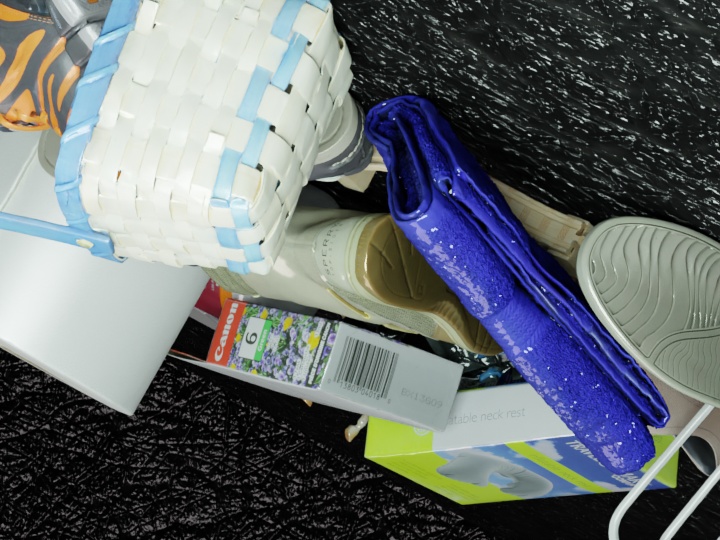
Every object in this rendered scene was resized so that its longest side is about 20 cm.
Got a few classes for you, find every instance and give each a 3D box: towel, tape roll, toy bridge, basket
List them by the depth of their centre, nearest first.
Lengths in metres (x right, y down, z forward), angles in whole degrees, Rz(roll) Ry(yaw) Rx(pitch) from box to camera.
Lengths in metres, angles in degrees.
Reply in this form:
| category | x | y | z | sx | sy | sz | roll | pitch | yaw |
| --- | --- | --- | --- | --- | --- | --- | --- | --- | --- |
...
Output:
| category | x | y | z | sx | sy | sz | roll | pitch | yaw |
| --- | --- | --- | --- | --- | --- | --- | --- | --- | --- |
| basket | -0.118 | -0.086 | 1.205 | 0.200 | 0.177 | 0.139 | 20 | 162 | 9 |
| towel | 0.083 | 0.002 | 1.245 | 0.200 | 0.050 | 0.148 | 49 | -168 | -25 |
| toy bridge | 0.052 | -0.046 | 1.363 | 0.200 | 0.027 | 0.067 | 23 | 169 | 39 |
| tape roll | -0.201 | -0.014 | 1.546 | 0.202 | 0.139 | 0.203 | 29 | 174 | 3 |

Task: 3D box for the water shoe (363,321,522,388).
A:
| category | x | y | z | sx | sy | sz | roll | pitch | yaw |
| --- | --- | --- | --- | --- | --- | --- | --- | --- | --- |
| water shoe | 0.093 | 0.049 | 1.603 | 0.200 | 0.079 | 0.072 | 25 | 170 | 32 |

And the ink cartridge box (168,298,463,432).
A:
| category | x | y | z | sx | sy | sz | roll | pitch | yaw |
| --- | --- | --- | --- | --- | --- | --- | --- | --- | --- |
| ink cartridge box | -0.037 | 0.058 | 1.602 | 0.109 | 0.050 | 0.200 | 21 | 174 | -36 |

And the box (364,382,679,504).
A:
| category | x | y | z | sx | sy | sz | roll | pitch | yaw |
| --- | --- | --- | --- | --- | --- | --- | --- | --- | --- |
| box | 0.118 | 0.114 | 1.610 | 0.200 | 0.048 | 0.122 | -9 | 154 | 37 |

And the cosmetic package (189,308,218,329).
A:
| category | x | y | z | sx | sy | sz | roll | pitch | yaw |
| --- | --- | --- | --- | --- | --- | --- | --- | --- | --- |
| cosmetic package | -0.162 | -0.042 | 1.858 | 0.200 | 0.107 | 0.090 | 29 | 172 | 17 |

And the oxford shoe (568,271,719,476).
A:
| category | x | y | z | sx | sy | sz | roll | pitch | yaw |
| --- | --- | --- | --- | --- | --- | --- | --- | --- | --- |
| oxford shoe | 0.170 | 0.056 | 1.402 | 0.200 | 0.073 | 0.071 | 36 | 170 | -32 |

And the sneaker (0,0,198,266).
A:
| category | x | y | z | sx | sy | sz | roll | pitch | yaw |
| --- | --- | --- | --- | --- | --- | --- | --- | --- | --- |
| sneaker | -0.147 | -0.083 | 1.329 | 0.112 | 0.078 | 0.200 | -27 | 88 | 38 |

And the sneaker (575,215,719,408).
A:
| category | x | y | z | sx | sy | sz | roll | pitch | yaw |
| --- | --- | --- | --- | --- | --- | --- | --- | --- | --- |
| sneaker | 0.182 | 0.038 | 1.252 | 0.200 | 0.075 | 0.106 | 32 | 173 | -14 |

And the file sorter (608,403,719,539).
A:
| category | x | y | z | sx | sy | sz | roll | pitch | yaw |
| --- | --- | --- | --- | --- | --- | --- | --- | --- | --- |
| file sorter | 0.260 | 0.172 | 1.385 | 0.200 | 0.125 | 0.139 | 28 | -164 | -43 |

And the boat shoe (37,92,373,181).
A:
| category | x | y | z | sx | sy | sz | roll | pitch | yaw |
| --- | --- | --- | --- | --- | --- | --- | --- | --- | --- |
| boat shoe | -0.087 | -0.068 | 1.376 | 0.200 | 0.073 | 0.063 | -4 | 159 | 21 |

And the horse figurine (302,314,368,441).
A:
| category | x | y | z | sx | sy | sz | roll | pitch | yaw |
| --- | --- | --- | --- | --- | --- | --- | --- | --- | --- |
| horse figurine | -0.017 | 0.028 | 1.786 | 0.200 | 0.133 | 0.050 | 46 | 171 | -15 |

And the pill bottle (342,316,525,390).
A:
| category | x | y | z | sx | sy | sz | roll | pitch | yaw |
| --- | --- | --- | --- | --- | --- | --- | --- | --- | --- |
| pill bottle | 0.081 | 0.086 | 1.755 | 0.112 | 0.112 | 0.200 | 21 | 167 | 47 |

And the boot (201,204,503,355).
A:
| category | x | y | z | sx | sy | sz | roll | pitch | yaw |
| --- | --- | --- | --- | --- | --- | --- | --- | --- | --- |
| boot | 0.000 | 0.000 | 1.500 | 0.154 | 0.072 | 0.200 | 7 | 172 | 34 |

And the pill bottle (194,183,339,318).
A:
| category | x | y | z | sx | sy | sz | roll | pitch | yaw |
| --- | --- | --- | --- | --- | --- | --- | --- | --- | --- |
| pill bottle | -0.118 | -0.037 | 1.703 | 0.200 | 0.113 | 0.113 | 26 | 171 | 31 |
